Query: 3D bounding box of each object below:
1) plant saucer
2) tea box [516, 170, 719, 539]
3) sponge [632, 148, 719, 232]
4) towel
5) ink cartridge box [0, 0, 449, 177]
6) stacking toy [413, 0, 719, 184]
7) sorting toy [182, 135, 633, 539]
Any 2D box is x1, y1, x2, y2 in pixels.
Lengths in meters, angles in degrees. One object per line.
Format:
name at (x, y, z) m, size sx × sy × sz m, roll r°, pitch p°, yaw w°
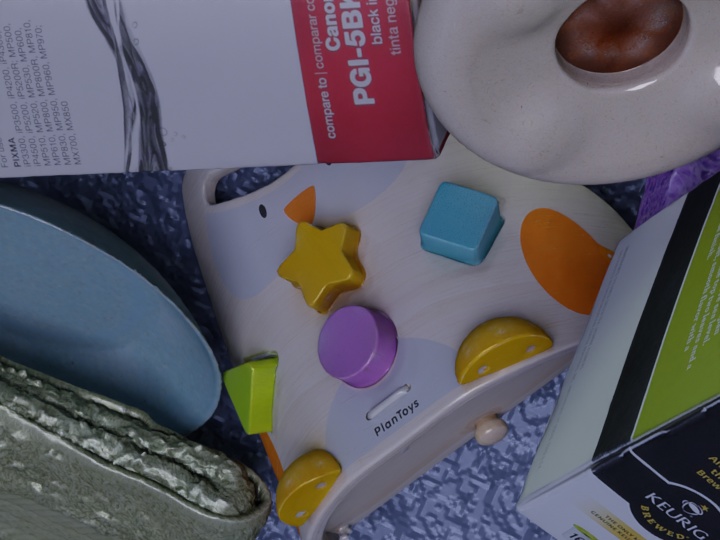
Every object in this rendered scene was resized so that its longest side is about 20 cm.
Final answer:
plant saucer at (-0.150, 0.010, 0.953) m, size 0.200 × 0.039 × 0.201 m, roll 14°, pitch 149°, yaw 9°
tea box at (0.198, 0.055, 0.741) m, size 0.200 × 0.134 × 0.197 m, roll 36°, pitch 143°, yaw -14°
sponge at (0.157, 0.010, 0.860) m, size 0.111 × 0.030 × 0.201 m, roll 14°, pitch 93°, yaw -15°
towel at (-0.146, 0.105, 0.990) m, size 0.200 × 0.037 × 0.149 m, roll 23°, pitch 134°, yaw 1°
ink cartridge box at (-0.057, -0.105, 0.877) m, size 0.199 × 0.147 × 0.083 m, roll -2°, pitch 118°, yaw 15°
stacking toy at (0.080, -0.145, 0.822) m, size 0.146 × 0.200 × 0.146 m, roll -6°, pitch 139°, yaw -5°
sorting toy at (0.000, 0.000, 0.930) m, size 0.200 × 0.107 × 0.180 m, roll -38°, pitch 65°, yaw 21°
